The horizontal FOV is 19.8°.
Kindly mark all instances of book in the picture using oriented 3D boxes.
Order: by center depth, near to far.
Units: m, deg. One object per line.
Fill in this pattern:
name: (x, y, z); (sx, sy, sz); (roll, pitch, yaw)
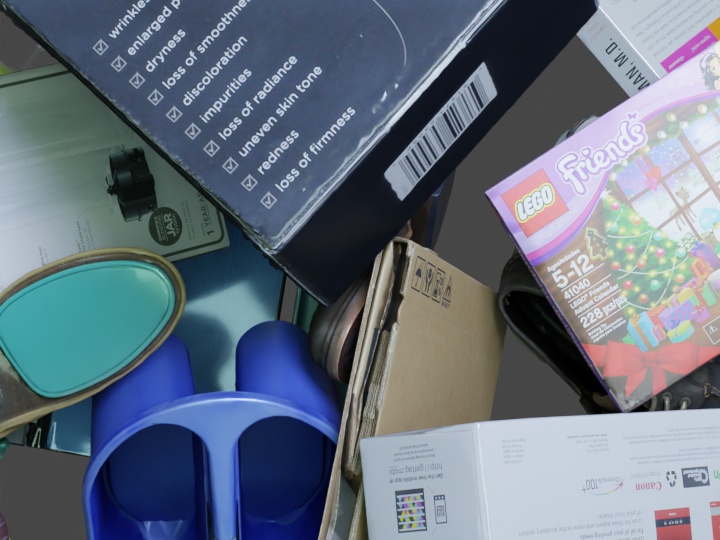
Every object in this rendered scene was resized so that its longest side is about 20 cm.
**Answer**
book: (0.211, -0.104, 1.146); (0.200, 0.048, 0.133); (51, 48, 4)

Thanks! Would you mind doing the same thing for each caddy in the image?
caddy: (-0.072, 0.120, 1.070); (0.140, 0.201, 0.105); (-3, 43, -4)

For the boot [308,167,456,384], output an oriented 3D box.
boot: (-0.018, -0.011, 1.090); (0.096, 0.200, 0.075); (16, 122, 9)

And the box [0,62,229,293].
box: (-0.178, -0.042, 1.065); (0.199, 0.060, 0.118); (-17, 96, -26)

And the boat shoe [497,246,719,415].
boat shoe: (0.152, 0.062, 1.135); (0.200, 0.075, 0.073); (38, 42, 9)

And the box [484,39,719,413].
box: (0.183, -0.035, 1.073); (0.199, 0.039, 0.137); (-33, 85, 2)

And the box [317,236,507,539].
box: (0.032, 0.079, 1.078); (0.021, 0.200, 0.165); (10, 84, 19)

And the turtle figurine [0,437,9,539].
turtle figurine: (-0.179, 0.196, 1.073); (0.100, 0.150, 0.201); (-20, 108, 5)

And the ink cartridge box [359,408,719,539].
ink cartridge box: (0.104, 0.160, 1.000); (0.199, 0.084, 0.177); (2, 80, -43)

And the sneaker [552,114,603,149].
sneaker: (0.187, -0.008, 1.149); (0.200, 0.089, 0.074); (42, 82, 1)

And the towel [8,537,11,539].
towel: (-0.263, 0.202, 1.087); (0.200, 0.018, 0.086); (-47, 129, -24)

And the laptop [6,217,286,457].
laptop: (-0.147, 0.005, 1.118); (0.115, 0.200, 0.189); (4, 82, 35)

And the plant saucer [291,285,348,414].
plant saucer: (0.000, 0.000, 1.173); (0.069, 0.019, 0.202); (9, 85, -2)

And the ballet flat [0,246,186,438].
ballet flat: (-0.174, 0.046, 1.033); (0.199, 0.063, 0.069); (-30, 94, 7)

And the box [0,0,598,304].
box: (-0.029, -0.129, 0.960); (0.196, 0.124, 0.200); (42, 88, 17)
